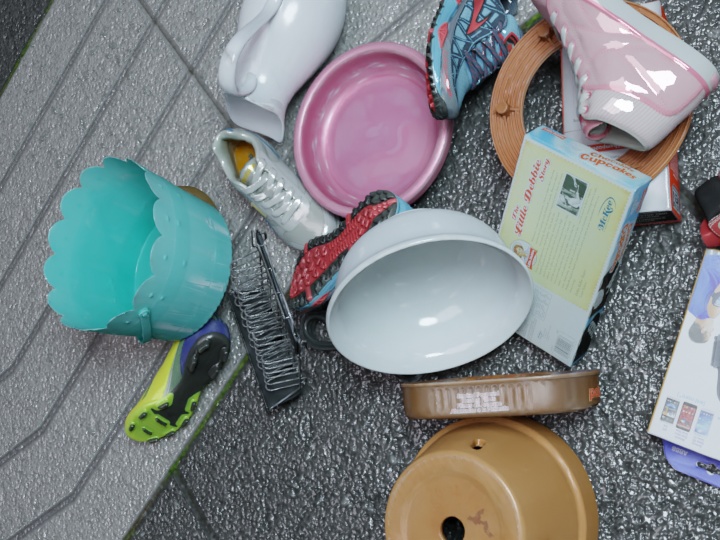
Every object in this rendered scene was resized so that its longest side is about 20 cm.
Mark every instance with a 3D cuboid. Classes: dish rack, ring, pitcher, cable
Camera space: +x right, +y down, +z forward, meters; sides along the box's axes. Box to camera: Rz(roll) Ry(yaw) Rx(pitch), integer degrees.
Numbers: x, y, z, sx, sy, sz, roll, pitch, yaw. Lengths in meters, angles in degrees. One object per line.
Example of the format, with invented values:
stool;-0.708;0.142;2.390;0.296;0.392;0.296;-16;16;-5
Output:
dish rack;-0.104;0.055;0.931;0.054;0.201;0.155;-19;68;-13
ring;0.213;-0.161;0.803;0.197;0.019;0.204;-6;78;31
pitcher;-0.096;-0.271;0.969;0.120;0.172;0.203;23;85;9
cable;0.019;0.079;0.942;0.198;0.050;0.099;-12;78;39

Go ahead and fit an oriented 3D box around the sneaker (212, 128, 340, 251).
sneaker;-0.104;-0.092;1.004;0.200;0.080;0.077;45;102;25

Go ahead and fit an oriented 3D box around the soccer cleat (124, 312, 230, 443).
soccer cleat;-0.229;0.135;1.063;0.201;0.064;0.084;-50;33;19

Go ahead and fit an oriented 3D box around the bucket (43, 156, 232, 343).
bucket;-0.258;-0.015;0.993;0.204;0.134;0.211;-12;69;33

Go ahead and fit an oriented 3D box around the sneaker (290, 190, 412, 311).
sneaker;0.000;0.000;0.920;0.199;0.095;0.080;-34;40;40

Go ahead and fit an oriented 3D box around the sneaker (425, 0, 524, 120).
sneaker;0.121;-0.239;0.873;0.094;0.080;0.203;8;60;14

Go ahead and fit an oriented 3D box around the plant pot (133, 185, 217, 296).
plant pot;-0.258;-0.016;1.095;0.197;0.027;0.204;-11;70;32

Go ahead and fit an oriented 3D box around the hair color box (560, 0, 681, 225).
hair color box;0.252;-0.147;0.824;0.100;0.061;0.204;-4;80;29

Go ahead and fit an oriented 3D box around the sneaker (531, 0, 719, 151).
sneaker;0.206;-0.184;0.755;0.200;0.075;0.105;43;99;25

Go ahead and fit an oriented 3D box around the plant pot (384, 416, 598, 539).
plant pot;0.111;0.237;0.801;0.197;0.139;0.204;-5;80;29

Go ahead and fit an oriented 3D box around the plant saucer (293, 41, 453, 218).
plant saucer;0.018;-0.154;0.961;0.197;0.051;0.205;-6;78;27

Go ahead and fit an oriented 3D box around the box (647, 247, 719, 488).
box;0.338;0.093;0.753;0.118;0.041;0.203;18;89;30

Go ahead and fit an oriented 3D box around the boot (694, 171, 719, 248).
boot;0.366;-0.051;0.703;0.145;0.072;0.201;-48;26;16

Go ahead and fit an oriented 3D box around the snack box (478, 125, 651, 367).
snack box;0.186;-0.020;0.799;0.115;0.037;0.203;33;132;29

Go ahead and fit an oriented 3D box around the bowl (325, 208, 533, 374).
bowl;0.059;0.006;0.809;0.199;0.201;0.091;-30;47;22

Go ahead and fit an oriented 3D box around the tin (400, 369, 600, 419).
tin;0.133;0.121;0.821;0.197;0.111;0.043;-8;79;28
